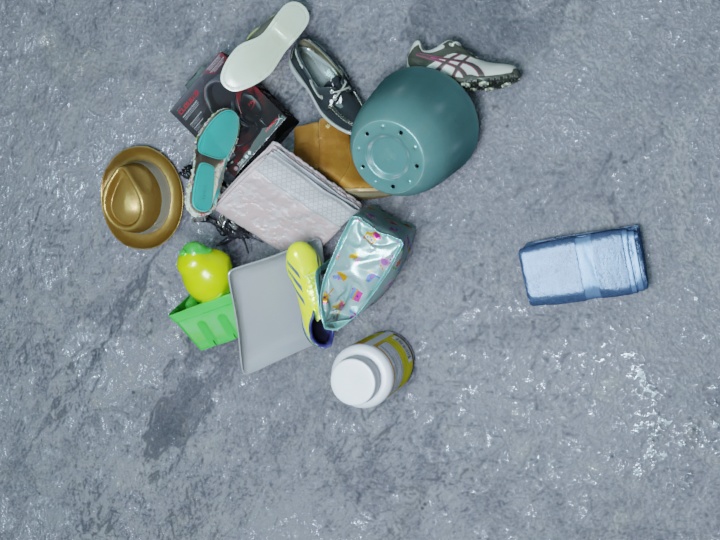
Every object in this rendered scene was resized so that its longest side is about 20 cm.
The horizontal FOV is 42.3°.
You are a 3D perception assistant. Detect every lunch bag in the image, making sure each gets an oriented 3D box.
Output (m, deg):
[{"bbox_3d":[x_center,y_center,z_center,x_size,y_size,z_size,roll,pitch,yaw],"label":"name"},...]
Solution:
[{"bbox_3d":[0.000,0.000,1.601,0.122,0.170,0.200,29,106,5],"label":"lunch bag"}]

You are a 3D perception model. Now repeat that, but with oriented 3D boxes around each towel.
[{"bbox_3d":[0.370,-0.005,1.543,0.199,0.049,0.112,-9,92,18],"label":"towel"},{"bbox_3d":[-0.128,-0.111,1.627,0.200,0.032,0.191,34,131,-20],"label":"towel"}]

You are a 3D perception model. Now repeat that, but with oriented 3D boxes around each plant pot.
[{"bbox_3d":[0.074,-0.214,1.527,0.200,0.161,0.201,13,123,21],"label":"plant pot"}]

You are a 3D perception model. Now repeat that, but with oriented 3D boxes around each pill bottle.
[{"bbox_3d":[0.018,0.171,1.597,0.109,0.200,0.110,2,96,18],"label":"pill bottle"}]

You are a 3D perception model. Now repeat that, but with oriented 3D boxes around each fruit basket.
[{"bbox_3d":[-0.257,0.026,1.696,0.215,0.156,0.216,4,111,12],"label":"fruit basket"}]

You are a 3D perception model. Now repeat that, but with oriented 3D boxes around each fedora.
[{"bbox_3d":[-0.435,-0.138,1.778,0.200,0.082,0.201,2,95,18],"label":"fedora"}]

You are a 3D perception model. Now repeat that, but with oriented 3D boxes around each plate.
[{"bbox_3d":[-0.144,0.059,1.639,0.032,0.200,0.200,20,124,47],"label":"plate"}]

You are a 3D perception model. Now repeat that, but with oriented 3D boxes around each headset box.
[{"bbox_3d":[-0.237,-0.288,1.697,0.200,0.075,0.149,46,101,9],"label":"headset box"}]

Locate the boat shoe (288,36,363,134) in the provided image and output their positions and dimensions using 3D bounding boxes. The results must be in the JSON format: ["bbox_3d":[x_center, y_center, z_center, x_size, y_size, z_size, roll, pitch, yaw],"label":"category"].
[{"bbox_3d":[-0.054,-0.323,1.632,0.200,0.060,0.076,46,66,7],"label":"boat shoe"}]

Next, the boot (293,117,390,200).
[{"bbox_3d":[-0.022,-0.201,1.647,0.200,0.071,0.145,0,81,5],"label":"boot"}]

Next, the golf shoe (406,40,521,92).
[{"bbox_3d":[0.170,-0.346,1.563,0.199,0.077,0.088,4,90,18],"label":"golf shoe"}]

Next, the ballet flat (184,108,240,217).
[{"bbox_3d":[-0.268,-0.189,1.633,0.075,0.064,0.201,22,80,-22],"label":"ballet flat"}]

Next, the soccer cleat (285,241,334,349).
[{"bbox_3d":[-0.080,0.044,1.606,0.065,0.084,0.201,-18,118,-12],"label":"soccer cleat"}]

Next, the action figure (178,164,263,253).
[{"bbox_3d":[-0.259,-0.123,1.714,0.119,0.102,0.200,-37,81,13],"label":"action figure"}]

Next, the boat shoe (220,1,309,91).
[{"bbox_3d":[-0.171,-0.389,1.641,0.072,0.060,0.202,45,81,-14],"label":"boat shoe"}]
